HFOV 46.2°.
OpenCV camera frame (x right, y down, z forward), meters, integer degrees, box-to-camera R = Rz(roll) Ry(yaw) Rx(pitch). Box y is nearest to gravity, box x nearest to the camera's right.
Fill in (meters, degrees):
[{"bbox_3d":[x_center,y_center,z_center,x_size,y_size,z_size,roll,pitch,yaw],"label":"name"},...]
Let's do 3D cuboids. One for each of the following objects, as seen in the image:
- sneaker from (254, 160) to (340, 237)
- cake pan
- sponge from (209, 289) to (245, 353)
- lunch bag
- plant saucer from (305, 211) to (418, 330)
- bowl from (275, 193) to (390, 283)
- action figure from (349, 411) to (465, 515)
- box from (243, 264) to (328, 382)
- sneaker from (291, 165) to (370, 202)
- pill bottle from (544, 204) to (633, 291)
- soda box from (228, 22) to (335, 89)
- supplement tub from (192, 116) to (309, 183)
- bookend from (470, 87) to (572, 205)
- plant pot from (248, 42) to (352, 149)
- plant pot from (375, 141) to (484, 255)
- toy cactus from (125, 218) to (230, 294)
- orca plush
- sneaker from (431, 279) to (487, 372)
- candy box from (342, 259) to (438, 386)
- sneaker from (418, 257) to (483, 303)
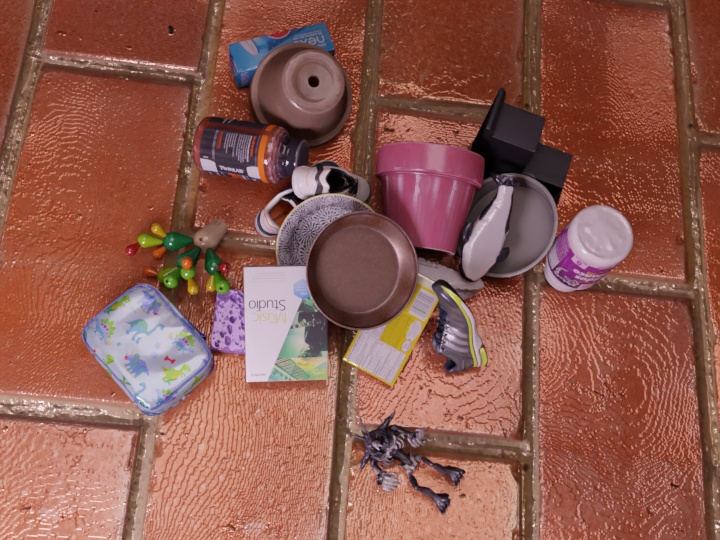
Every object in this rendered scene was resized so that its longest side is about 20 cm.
[{"bbox_3d":[-0.103,-0.133,1.555,0.200,0.079,0.079,-43,100,-16],"label":"sneaker"},{"bbox_3d":[0.270,-0.080,1.564,0.199,0.037,0.201,-8,71,24],"label":"cake pan"},{"bbox_3d":[-0.162,0.096,1.500,0.199,0.030,0.112,6,71,-6],"label":"sponge"},{"bbox_3d":[-0.355,0.133,1.436,0.161,0.083,0.200,-42,80,-17],"label":"lunch bag"},{"bbox_3d":[0.000,0.000,1.436,0.199,0.037,0.202,-1,94,-18],"label":"plant saucer"},{"bbox_3d":[-0.049,-0.038,1.512,0.200,0.094,0.202,0,96,-2],"label":"bowl"},{"bbox_3d":[0.075,0.316,1.414,0.199,0.102,0.119,31,81,3],"label":"action figure"},{"bbox_3d":[-0.128,0.090,1.452,0.144,0.036,0.201,-2,95,-5],"label":"box"},{"bbox_3d":[-0.035,-0.148,1.527,0.080,0.200,0.074,-1,90,35],"label":"sneaker"},{"bbox_3d":[0.401,-0.030,1.520,0.112,0.200,0.113,2,70,-6],"label":"pill bottle"},{"bbox_3d":[-0.155,-0.424,1.667,0.199,0.064,0.068,-17,73,-13],"label":"soda box"},{"bbox_3d":[-0.198,-0.217,1.542,0.199,0.107,0.107,10,69,15],"label":"supplement tub"},{"bbox_3d":[0.313,-0.220,1.578,0.198,0.200,0.092,21,70,2],"label":"bookend"},{"bbox_3d":[-0.100,-0.329,1.552,0.199,0.175,0.201,-1,93,-13],"label":"plant pot"},{"bbox_3d":[0.120,-0.124,1.536,0.199,0.200,0.180,7,86,-4],"label":"plant pot"},{"bbox_3d":[-0.300,-0.037,1.500,0.199,0.103,0.165,21,52,22],"label":"toy cactus"},{"bbox_3d":[0.217,-0.079,1.529,0.105,0.071,0.201,9,91,-26],"label":"orca plush"},{"bbox_3d":[0.159,0.104,1.469,0.081,0.074,0.201,-27,119,-4],"label":"sneaker"},{"bbox_3d":[0.060,0.093,1.489,0.102,0.026,0.201,29,94,4],"label":"candy box"},{"bbox_3d":[0.127,0.014,1.542,0.199,0.076,0.081,0,65,-7],"label":"sneaker"}]
